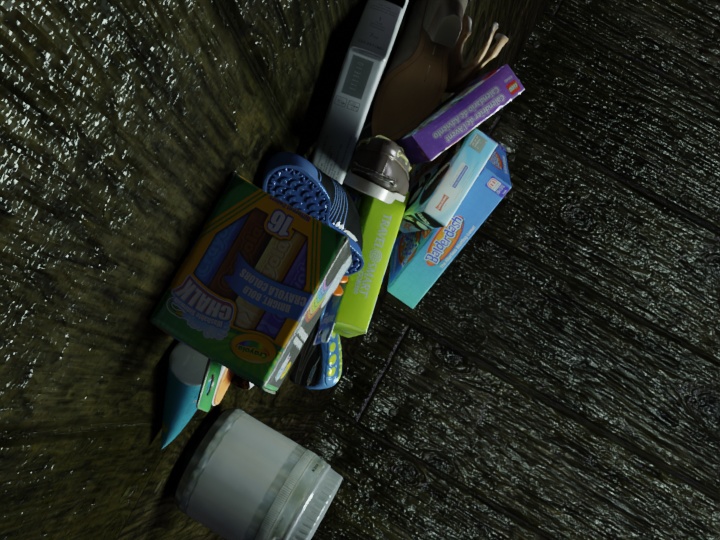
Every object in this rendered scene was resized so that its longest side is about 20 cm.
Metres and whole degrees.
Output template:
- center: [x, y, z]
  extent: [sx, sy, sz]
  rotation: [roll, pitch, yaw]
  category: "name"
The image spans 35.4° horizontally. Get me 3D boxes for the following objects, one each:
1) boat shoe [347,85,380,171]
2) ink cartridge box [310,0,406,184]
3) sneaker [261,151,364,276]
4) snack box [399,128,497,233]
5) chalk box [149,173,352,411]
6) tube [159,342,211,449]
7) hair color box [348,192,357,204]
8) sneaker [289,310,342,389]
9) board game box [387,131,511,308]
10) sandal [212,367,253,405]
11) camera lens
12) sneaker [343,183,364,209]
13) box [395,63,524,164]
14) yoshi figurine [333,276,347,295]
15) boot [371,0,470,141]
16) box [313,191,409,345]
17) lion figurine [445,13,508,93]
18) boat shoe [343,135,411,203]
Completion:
- center: [0.000, -0.156, 1.364]
  extent: [0.200, 0.061, 0.073]
  rotation: [-56, 172, -43]
  category: "boat shoe"
- center: [0.002, -0.212, 1.227]
  extent: [0.201, 0.043, 0.174]
  rotation: [112, -4, -48]
  category: "ink cartridge box"
- center: [-0.051, -0.073, 1.188]
  extent: [0.200, 0.070, 0.078]
  rotation: [58, 19, -53]
  category: "sneaker"
- center: [0.095, -0.107, 1.393]
  extent: [0.117, 0.037, 0.200]
  rotation: [-58, -170, -7]
  category: "snack box"
- center: [-0.109, 0.036, 1.057]
  extent: [0.201, 0.123, 0.125]
  rotation: [-59, 174, -8]
  category: "chalk box"
- center: [-0.187, 0.133, 1.217]
  extent: [0.078, 0.050, 0.200]
  rotation: [-53, 175, -29]
  category: "tube"
- center: [-0.080, -0.003, 1.385]
  extent: [0.201, 0.064, 0.109]
  rotation: [-57, 173, -24]
  category: "hair color box"
- center: [-0.071, 0.056, 1.485]
  extent: [0.071, 0.082, 0.202]
  rotation: [38, 47, -71]
  category: "sneaker"
- center: [0.110, -0.066, 1.430]
  extent: [0.200, 0.045, 0.152]
  rotation: [-53, -169, 21]
  category: "board game box"
- center: [-0.124, 0.087, 1.439]
  extent: [0.208, 0.059, 0.079]
  rotation: [-60, 173, -14]
  category: "sandal"
- center: [-0.144, 0.298, 1.553]
  extent: [0.161, 0.199, 0.160]
  rotation: [-59, 173, -11]
  category: "camera lens"
- center: [0.005, -0.131, 1.496]
  extent: [0.201, 0.071, 0.073]
  rotation: [-62, 168, -12]
  category: "sneaker"
- center: [0.110, -0.182, 1.355]
  extent: [0.137, 0.039, 0.200]
  rotation: [-38, -173, -2]
  category: "box"
- center: [-0.094, -0.006, 1.256]
  extent: [0.200, 0.112, 0.113]
  rotation: [-28, 109, -53]
  category: "yoshi figurine"
- center: [0.069, -0.263, 1.346]
  extent: [0.201, 0.070, 0.147]
  rotation: [-54, -159, 25]
  category: "boot"
- center: [0.000, 0.000, 1.374]
  extent: [0.122, 0.047, 0.202]
  rotation: [149, -40, -79]
  category: "box"
- center: [0.097, -0.248, 1.396]
  extent: [0.123, 0.072, 0.200]
  rotation: [-57, -164, -8]
  category: "lion figurine"
- center: [0.023, -0.113, 1.223]
  extent: [0.200, 0.071, 0.060]
  rotation: [-42, 156, -82]
  category: "boat shoe"
